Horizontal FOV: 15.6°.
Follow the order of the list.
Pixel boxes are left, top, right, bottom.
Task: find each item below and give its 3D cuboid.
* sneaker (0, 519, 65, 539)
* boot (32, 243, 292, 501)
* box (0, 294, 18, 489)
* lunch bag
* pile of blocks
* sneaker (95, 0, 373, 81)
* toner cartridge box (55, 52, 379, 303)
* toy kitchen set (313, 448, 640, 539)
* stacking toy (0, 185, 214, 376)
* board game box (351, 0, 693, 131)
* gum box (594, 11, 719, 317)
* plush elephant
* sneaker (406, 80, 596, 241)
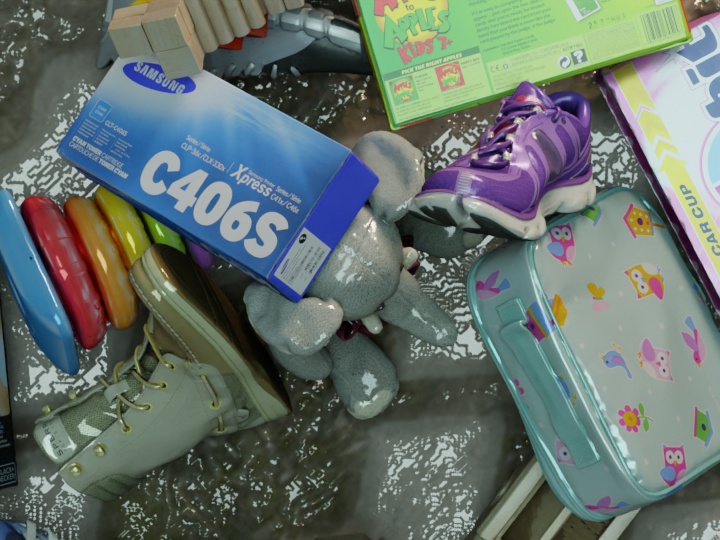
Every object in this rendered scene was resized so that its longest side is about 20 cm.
[{"bbox_3d":[-0.172,0.201,1.711,0.146,0.081,0.200,-22,123,20],"label":"sneaker"},{"bbox_3d":[-0.144,0.072,1.699,0.154,0.200,0.072,-28,57,5],"label":"boot"},{"bbox_3d":[-0.298,0.050,1.740,0.116,0.060,0.201,-3,92,24],"label":"box"},{"bbox_3d":[0.155,0.052,1.698,0.077,0.160,0.201,-27,90,46],"label":"lunch bag"},{"bbox_3d":[-0.071,-0.183,1.667,0.200,0.082,0.062,-32,128,-13],"label":"pile of blocks"},{"bbox_3d":[-0.083,-0.131,1.747,0.199,0.075,0.116,18,97,11],"label":"sneaker"},{"bbox_3d":[-0.091,-0.066,1.643,0.200,0.043,0.095,29,82,35],"label":"toner cartridge box"},{"bbox_3d":[0.077,0.167,1.682,0.163,0.200,0.181,38,93,-1],"label":"toy kitchen set"},{"bbox_3d":[-0.136,-0.025,1.741,0.199,0.110,0.116,-24,74,-10],"label":"stacking toy"},{"bbox_3d":[0.100,-0.165,1.676,0.199,0.048,0.102,-17,93,0],"label":"board game box"},{"bbox_3d":[0.247,-0.076,1.736,0.113,0.066,0.200,-28,90,1],"label":"gum box"},{"bbox_3d":[0.000,0.000,1.675,0.200,0.155,0.165,36,91,-25],"label":"plush elephant"},{"bbox_3d":[0.088,-0.071,1.610,0.080,0.200,0.084,12,107,20],"label":"sneaker"}]
